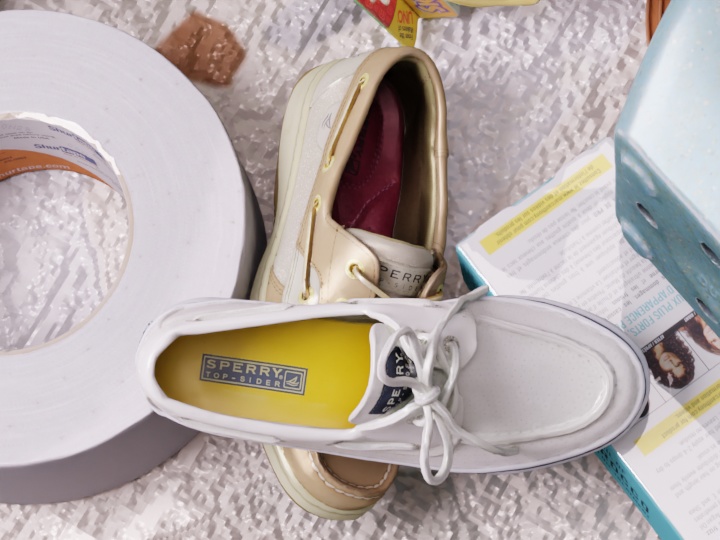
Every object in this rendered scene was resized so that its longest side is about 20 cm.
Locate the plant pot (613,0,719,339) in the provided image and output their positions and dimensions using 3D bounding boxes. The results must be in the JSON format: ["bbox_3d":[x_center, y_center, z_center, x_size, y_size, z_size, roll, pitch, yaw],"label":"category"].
[{"bbox_3d":[0.205,-0.054,1.011,0.200,0.196,0.196,-39,74,-7],"label":"plant pot"}]

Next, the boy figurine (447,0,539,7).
[{"bbox_3d":[0.076,-0.206,1.112,0.064,0.124,0.201,18,87,-14],"label":"boy figurine"}]

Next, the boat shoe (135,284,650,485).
[{"bbox_3d":[0.014,0.040,1.016,0.201,0.086,0.075,7,92,-2],"label":"boat shoe"}]

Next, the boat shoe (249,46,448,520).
[{"bbox_3d":[0.000,0.000,1.093,0.074,0.066,0.201,12,69,-32],"label":"boat shoe"}]

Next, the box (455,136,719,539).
[{"bbox_3d":[0.130,0.049,1.084,0.082,0.049,0.200,-35,72,-5],"label":"box"}]

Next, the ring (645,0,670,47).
[{"bbox_3d":[0.222,-0.111,1.141,0.199,0.019,0.201,-2,73,7],"label":"ring"}]

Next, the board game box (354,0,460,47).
[{"bbox_3d":[0.025,-0.203,1.153,0.030,0.095,0.201,3,72,29],"label":"board game box"}]

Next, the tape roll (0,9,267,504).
[{"bbox_3d":[-0.141,-0.006,1.125,0.199,0.066,0.201,-2,72,5],"label":"tape roll"}]
